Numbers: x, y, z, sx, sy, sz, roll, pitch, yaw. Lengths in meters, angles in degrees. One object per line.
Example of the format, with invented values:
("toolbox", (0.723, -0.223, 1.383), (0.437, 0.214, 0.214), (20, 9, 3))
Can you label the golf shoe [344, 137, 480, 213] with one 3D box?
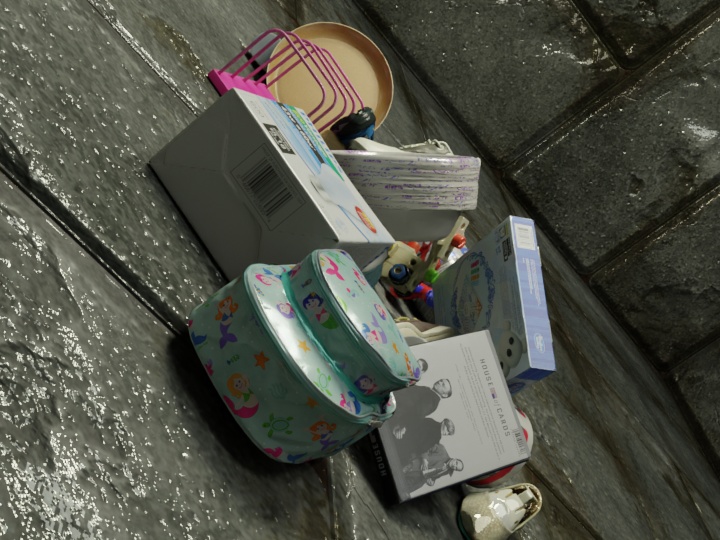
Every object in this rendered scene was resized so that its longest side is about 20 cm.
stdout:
("golf shoe", (0.073, -0.150, 1.609), (0.200, 0.088, 0.077), (23, 4, -23))

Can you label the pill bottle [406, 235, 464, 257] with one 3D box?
("pill bottle", (0.073, -0.064, 1.748), (0.116, 0.116, 0.200), (59, 15, 21))

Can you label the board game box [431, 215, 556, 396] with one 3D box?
("board game box", (0.162, 0.065, 1.461), (0.043, 0.199, 0.201), (9, 62, -26))

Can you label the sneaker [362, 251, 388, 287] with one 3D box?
("sneaker", (0.000, 0.000, 1.432), (0.200, 0.074, 0.082), (-56, 145, -80))

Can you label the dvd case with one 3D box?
("dvd case", (0.085, 0.148, 1.210), (0.200, 0.025, 0.151), (-8, 76, -42))

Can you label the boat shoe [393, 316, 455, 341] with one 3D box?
("boat shoe", (0.047, 0.091, 1.414), (0.059, 0.072, 0.200), (14, 8, 30))

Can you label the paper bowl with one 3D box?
("paper bowl", (0.044, -0.093, 1.430), (0.201, 0.200, 0.105), (-31, 125, -76))

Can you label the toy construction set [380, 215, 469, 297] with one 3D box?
("toy construction set", (0.057, -0.043, 1.573), (0.200, 0.131, 0.092), (23, -23, 43))

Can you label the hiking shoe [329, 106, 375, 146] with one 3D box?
("hiking shoe", (-0.003, -0.165, 1.673), (0.087, 0.074, 0.200), (57, -19, 12))

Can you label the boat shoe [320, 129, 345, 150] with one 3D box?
("boat shoe", (-0.070, -0.124, 1.537), (0.074, 0.066, 0.200), (53, 26, -7))

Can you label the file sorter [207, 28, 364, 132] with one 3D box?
("file sorter", (-0.094, -0.248, 1.636), (0.139, 0.125, 0.200), (55, 14, 7))

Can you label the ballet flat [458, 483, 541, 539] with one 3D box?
("ballet flat", (0.167, 0.275, 1.353), (0.068, 0.062, 0.200), (56, 15, 13))

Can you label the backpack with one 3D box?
("backpack", (-0.049, 0.072, 1.001), (0.178, 0.150, 0.200), (58, 20, 12))

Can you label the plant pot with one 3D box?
("plant pot", (-0.049, -0.285, 1.795), (0.200, 0.200, 0.027), (53, -19, 2))

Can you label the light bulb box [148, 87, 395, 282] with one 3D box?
("light bulb box", (-0.088, -0.071, 1.238), (0.198, 0.125, 0.200), (55, 15, 9))

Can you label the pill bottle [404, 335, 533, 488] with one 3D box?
("pill bottle", (0.102, 0.159, 1.324), (0.200, 0.111, 0.111), (43, 18, -37))

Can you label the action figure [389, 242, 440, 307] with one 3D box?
("action figure", (0.120, 0.020, 1.625), (0.200, 0.099, 0.065), (23, 7, 16))

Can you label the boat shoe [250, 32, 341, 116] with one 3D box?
("boat shoe", (-0.098, -0.288, 1.855), (0.202, 0.075, 0.086), (48, 4, 5))

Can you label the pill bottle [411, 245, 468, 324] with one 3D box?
("pill bottle", (0.156, 0.069, 1.701), (0.200, 0.114, 0.114), (59, 15, 19))
